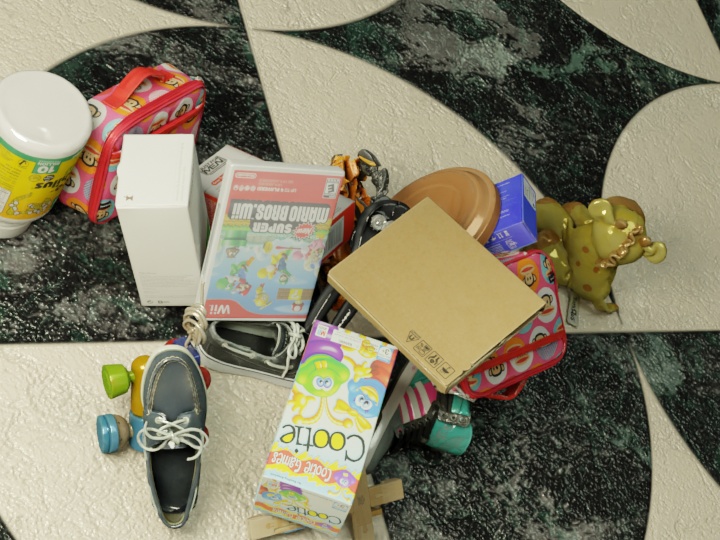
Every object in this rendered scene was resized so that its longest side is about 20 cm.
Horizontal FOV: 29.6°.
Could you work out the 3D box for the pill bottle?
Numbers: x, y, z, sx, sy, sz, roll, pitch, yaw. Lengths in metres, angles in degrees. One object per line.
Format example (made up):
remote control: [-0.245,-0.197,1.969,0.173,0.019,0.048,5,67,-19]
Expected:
pill bottle: [-0.381,-0.122,1.522,0.113,0.200,0.113,16,52,-22]

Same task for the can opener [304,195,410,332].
can opener: [0.000,0.000,1.647,0.063,0.079,0.200,27,79,-1]

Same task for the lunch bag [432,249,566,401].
lunch bag: [0.163,0.075,1.678,0.200,0.082,0.177,-19,103,-40]

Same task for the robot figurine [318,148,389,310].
robot figurine: [-0.016,-0.058,1.750,0.058,0.145,0.200,5,67,-47]

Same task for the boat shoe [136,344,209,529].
boat shoe: [-0.199,0.178,1.443,0.075,0.200,0.062,3,21,-10]

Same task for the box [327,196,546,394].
box: [0.087,0.024,1.564,0.163,0.021,0.200,-37,65,-21]

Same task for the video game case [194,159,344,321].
video game case: [-0.106,-0.031,1.573,0.143,0.200,0.017,2,29,-28]

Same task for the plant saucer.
plant saucer: [0.089,-0.062,1.786,0.032,0.200,0.201,51,38,-36]

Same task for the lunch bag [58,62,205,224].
lunch bag: [-0.269,-0.165,1.623,0.082,0.176,0.200,31,39,14]

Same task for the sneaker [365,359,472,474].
sneaker: [0.072,0.198,1.674,0.121,0.084,0.200,34,50,0]

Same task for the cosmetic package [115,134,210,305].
cosmetic package: [-0.224,-0.055,1.569,0.085,0.200,0.108,0,57,0]

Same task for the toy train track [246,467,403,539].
toy train track: [-0.043,0.274,1.575,0.200,0.033,0.115,-10,96,-29]

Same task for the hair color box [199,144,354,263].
hair color box: [-0.117,-0.077,1.694,0.200,0.061,0.101,26,45,23]

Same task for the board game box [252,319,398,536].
board game box: [-0.038,0.176,1.527,0.105,0.103,0.200,18,59,-1]

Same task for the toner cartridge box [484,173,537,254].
toner cartridge box: [0.135,-0.049,1.797,0.043,0.200,0.095,50,32,-34]

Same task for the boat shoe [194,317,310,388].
boat shoe: [-0.097,0.091,1.644,0.199,0.068,0.074,15,53,-23]

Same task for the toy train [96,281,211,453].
toy train: [-0.228,0.107,1.479,0.115,0.200,0.085,-7,27,-26]

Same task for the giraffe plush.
giraffe plush: [0.344,-0.043,1.950,0.172,0.162,0.200,11,54,-26]
